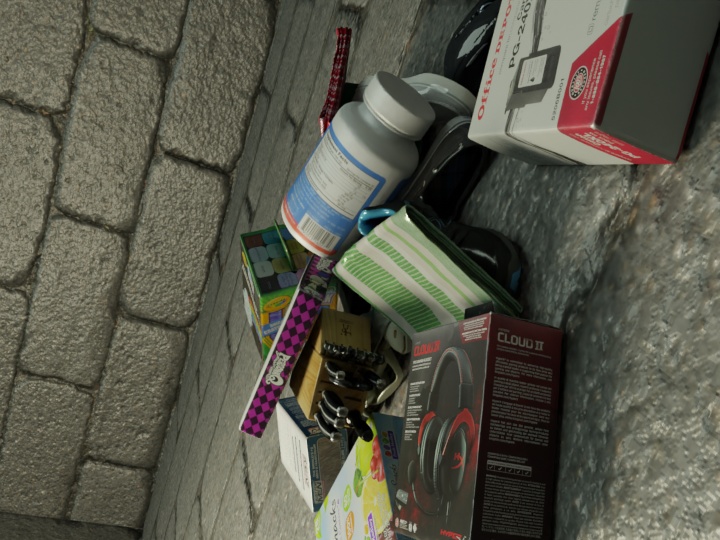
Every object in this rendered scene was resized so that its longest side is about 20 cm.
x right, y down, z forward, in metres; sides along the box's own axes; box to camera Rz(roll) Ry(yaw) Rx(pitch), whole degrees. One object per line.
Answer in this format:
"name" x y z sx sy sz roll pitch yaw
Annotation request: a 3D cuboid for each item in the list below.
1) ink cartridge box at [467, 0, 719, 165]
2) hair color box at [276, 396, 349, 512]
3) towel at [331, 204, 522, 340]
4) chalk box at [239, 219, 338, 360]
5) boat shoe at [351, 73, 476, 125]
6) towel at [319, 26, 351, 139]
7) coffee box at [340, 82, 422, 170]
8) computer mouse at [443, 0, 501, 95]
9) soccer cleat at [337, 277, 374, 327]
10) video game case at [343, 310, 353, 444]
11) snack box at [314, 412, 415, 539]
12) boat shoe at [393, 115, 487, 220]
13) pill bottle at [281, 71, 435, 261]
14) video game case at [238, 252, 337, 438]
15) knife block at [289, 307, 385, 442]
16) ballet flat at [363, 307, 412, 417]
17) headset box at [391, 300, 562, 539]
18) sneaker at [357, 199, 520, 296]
"ink cartridge box" 0.176 -0.168 0.561 0.200 0.081 0.149 -156 80 -71
"hair color box" -0.069 0.250 0.989 0.199 0.059 0.103 -166 70 -72
"towel" 0.058 0.018 0.696 0.024 0.152 0.199 -52 9 -23
"chalk box" -0.106 0.014 1.035 0.203 0.121 0.126 98 153 -48
"boat shoe" 0.055 -0.196 0.856 0.197 0.072 0.070 20 80 42
"towel" -0.039 -0.212 0.943 0.146 0.022 0.204 100 178 -52
"coffee box" 0.022 -0.148 0.942 0.044 0.119 0.206 83 -166 -74
"computer mouse" 0.138 -0.306 0.824 0.202 0.045 0.143 122 153 -43
"soccer cleat" 0.000 0.000 0.923 0.067 0.085 0.205 -15 57 17
"video game case" -0.015 0.130 1.018 0.143 0.019 0.205 -142 68 -70
"snack box" 0.015 0.287 0.747 0.171 0.066 0.203 -103 30 -52
"boat shoe" 0.086 -0.076 0.800 0.202 0.069 0.067 -57 24 28
"pill bottle" -0.001 -0.119 0.806 0.201 0.110 0.114 -52 28 28
"video game case" -0.085 0.079 0.880 0.182 0.035 0.204 -77 11 -69
"knife block" -0.032 0.144 0.789 0.202 0.062 0.179 118 160 -44
"ballet flat" 0.039 0.093 0.844 0.064 0.066 0.204 45 124 37
"headset box" 0.097 0.130 0.600 0.148 0.073 0.206 153 127 -66
"sneaker" 0.074 -0.018 0.702 0.198 0.080 0.075 29 113 49
